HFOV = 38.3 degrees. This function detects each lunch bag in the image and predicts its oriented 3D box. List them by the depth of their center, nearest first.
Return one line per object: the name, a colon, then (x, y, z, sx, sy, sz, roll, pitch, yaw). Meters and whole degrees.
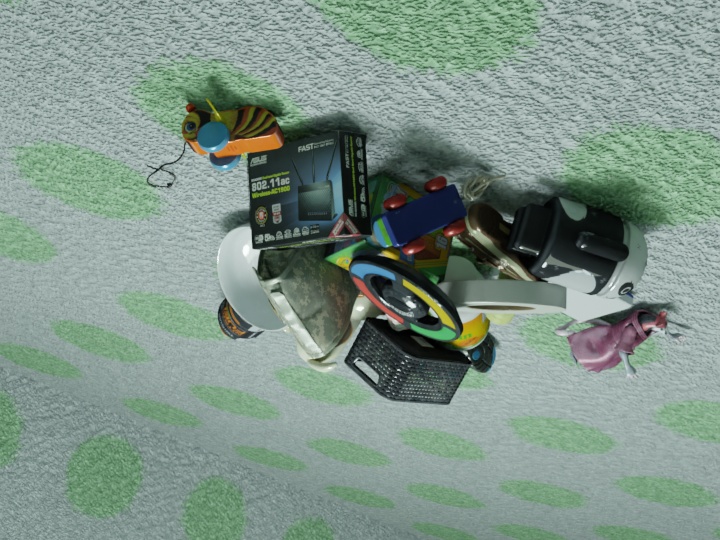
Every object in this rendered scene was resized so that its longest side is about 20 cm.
lunch bag: (-0.089, 0.024, 1.658, 0.117, 0.200, 0.164, -16, 120, 25)

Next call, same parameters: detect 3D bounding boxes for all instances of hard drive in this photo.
hard drive: (0.342, 0.026, 1.756, 0.200, 0.025, 0.132, 26, 154, -23)

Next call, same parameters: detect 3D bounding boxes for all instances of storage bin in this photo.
storage bin: (0.087, 0.164, 1.866, 0.200, 0.094, 0.135, 11, -159, -48)

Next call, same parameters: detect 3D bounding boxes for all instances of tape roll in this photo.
tape roll: (0.215, 0.041, 1.591, 0.202, 0.037, 0.203, 2, 174, 0)

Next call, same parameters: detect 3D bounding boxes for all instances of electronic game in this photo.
electronic game: (0.067, 0.043, 1.563, 0.200, 0.042, 0.200, 31, 162, 11)

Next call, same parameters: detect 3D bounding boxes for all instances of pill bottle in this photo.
pill bottle: (0.169, 0.055, 1.815, 0.111, 0.111, 0.200, 9, 156, 13)
pill bottle: (-0.229, 0.084, 2.122, 0.106, 0.106, 0.200, 22, 156, -16)

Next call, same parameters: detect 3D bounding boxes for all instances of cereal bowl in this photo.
cereal bowl: (-0.159, 0.003, 1.856, 0.200, 0.083, 0.201, 16, 119, 31)

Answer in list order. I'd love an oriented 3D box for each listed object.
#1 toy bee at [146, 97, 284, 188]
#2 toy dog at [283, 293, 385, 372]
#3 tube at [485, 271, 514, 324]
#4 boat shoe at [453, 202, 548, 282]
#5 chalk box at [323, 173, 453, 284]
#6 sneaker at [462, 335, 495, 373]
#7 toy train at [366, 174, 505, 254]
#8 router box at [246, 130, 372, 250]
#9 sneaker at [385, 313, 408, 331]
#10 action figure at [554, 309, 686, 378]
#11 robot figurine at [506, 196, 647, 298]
toy bee: (-0.216, -0.205, 1.500, 0.200, 0.109, 0.131, -7, 151, -13)
toy dog: (-0.042, 0.070, 1.897, 0.200, 0.194, 0.140, -38, 123, 18)
tube: (0.253, 0.012, 1.690, 0.058, 0.052, 0.200, -5, 144, -19)
boat shoe: (0.209, -0.036, 1.579, 0.075, 0.075, 0.202, -19, 135, 39)
chalk box: (0.031, -0.062, 1.617, 0.200, 0.125, 0.124, 26, 155, -27)
sneaker: (0.192, 0.137, 2.060, 0.200, 0.073, 0.082, 38, 164, -32)
toy train: (0.107, -0.088, 1.509, 0.200, 0.085, 0.116, -25, -177, -23)
router box: (-0.078, -0.113, 1.524, 0.200, 0.150, 0.062, -8, 174, 41)
sneaker: (0.079, 0.061, 1.770, 0.075, 0.105, 0.200, -23, -163, -2)
action figure: (0.466, 0.106, 1.816, 0.149, 0.134, 0.200, 55, 142, 9)
robot figurine: (0.318, -0.032, 1.512, 0.200, 0.150, 0.125, 18, 123, -7)
